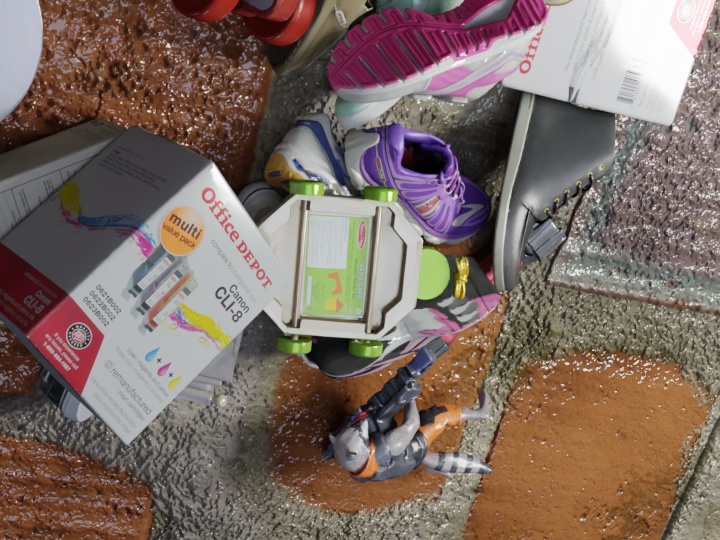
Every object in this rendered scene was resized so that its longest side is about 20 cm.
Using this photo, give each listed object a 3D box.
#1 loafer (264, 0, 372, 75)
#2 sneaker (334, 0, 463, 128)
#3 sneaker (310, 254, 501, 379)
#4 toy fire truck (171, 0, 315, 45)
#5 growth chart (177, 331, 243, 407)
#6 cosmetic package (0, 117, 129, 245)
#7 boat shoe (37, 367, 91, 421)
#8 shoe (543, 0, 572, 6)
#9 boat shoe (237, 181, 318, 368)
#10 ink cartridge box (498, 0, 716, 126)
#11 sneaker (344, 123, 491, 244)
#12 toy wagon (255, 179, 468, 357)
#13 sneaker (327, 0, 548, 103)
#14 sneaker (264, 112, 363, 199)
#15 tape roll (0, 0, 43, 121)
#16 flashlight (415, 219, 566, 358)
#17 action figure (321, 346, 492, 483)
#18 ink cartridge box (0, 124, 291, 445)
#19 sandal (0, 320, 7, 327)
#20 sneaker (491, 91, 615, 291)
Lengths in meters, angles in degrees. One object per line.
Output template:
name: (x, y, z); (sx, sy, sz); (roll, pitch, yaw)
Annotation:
loafer: (-0.027, -0.234, 0.972); (0.067, 0.200, 0.077); (-7, 72, -29)
sneaker: (0.014, -0.236, 1.027); (0.118, 0.074, 0.201); (36, 89, -34)
sneaker: (0.039, 0.049, 1.115); (0.198, 0.086, 0.081); (-20, 76, -11)
toy fire truck: (-0.101, -0.290, 0.908); (0.112, 0.199, 0.169); (5, 116, -53)
growth chart: (-0.169, 0.038, 1.095); (0.143, 0.018, 0.202); (22, 109, 8)
cosmetic package: (-0.287, -0.049, 0.982); (0.199, 0.073, 0.105); (-25, 120, -28)
boat shoe: (-0.257, 0.048, 1.070); (0.070, 0.072, 0.202); (29, 104, 8)
shoe: (0.113, -0.303, 0.987); (0.200, 0.053, 0.070); (42, 116, 5)
boat shoe: (-0.068, 0.014, 1.109); (0.074, 0.086, 0.204); (-20, 118, -8)
ink cartridge box: (0.226, -0.237, 1.091); (0.198, 0.083, 0.147); (10, 110, -20)
sneaker: (0.070, -0.083, 1.081); (0.199, 0.083, 0.082); (22, 62, -47)
toy wagon: (0.000, 0.000, 1.032); (0.197, 0.040, 0.157); (4, 99, -11)
sneaker: (0.068, -0.180, 0.985); (0.198, 0.082, 0.089); (-16, 148, -8)
sneaker: (-0.002, -0.071, 1.096); (0.200, 0.075, 0.089); (45, 65, -35)
tape roll: (-0.364, -0.207, 0.925); (0.198, 0.066, 0.203); (-7, 115, -15)
flashlight: (0.125, 0.010, 1.181); (0.200, 0.068, 0.068); (-41, 124, 5)
action figure: (0.057, 0.171, 1.188); (0.192, 0.105, 0.201); (-2, 144, -35)
ink cartridge box: (-0.190, 0.006, 0.938); (0.200, 0.144, 0.146); (-46, 130, -17)
sandal: (-0.389, 0.009, 1.014); (0.198, 0.080, 0.055); (13, 94, -24)
sneaker: (0.191, -0.072, 1.115); (0.105, 0.075, 0.203); (11, 90, 5)
